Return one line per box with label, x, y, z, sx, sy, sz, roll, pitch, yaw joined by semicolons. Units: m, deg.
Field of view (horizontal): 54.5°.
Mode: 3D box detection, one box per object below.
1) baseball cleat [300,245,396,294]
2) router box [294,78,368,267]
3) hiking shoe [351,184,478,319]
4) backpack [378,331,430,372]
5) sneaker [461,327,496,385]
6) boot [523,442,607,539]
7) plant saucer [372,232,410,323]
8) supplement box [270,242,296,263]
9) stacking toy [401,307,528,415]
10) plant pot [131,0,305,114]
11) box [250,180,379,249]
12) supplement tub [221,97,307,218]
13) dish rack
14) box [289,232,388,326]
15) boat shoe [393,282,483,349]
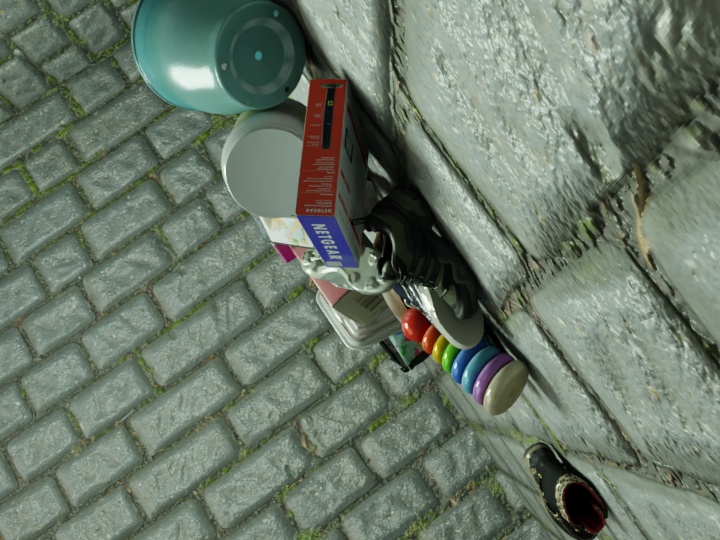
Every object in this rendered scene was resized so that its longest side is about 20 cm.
baseball cleat;0.000;0.000;1.061;0.200;0.070;0.106;18;176;46
router box;-0.031;-0.118;0.909;0.200;0.049;0.180;66;-152;-70
hiking shoe;0.073;-0.008;0.914;0.200;0.101;0.076;55;175;-8
backpack;0.071;0.086;1.445;0.200;0.151;0.178;47;179;-16
sneaker;0.160;0.110;1.060;0.200;0.079;0.096;53;174;33
boot;0.356;0.392;1.160;0.200;0.073;0.151;61;176;-8
plant saucer;0.068;0.019;1.153;0.200;0.037;0.201;52;-156;-34
supplement box;-0.098;-0.123;1.337;0.103;0.200;0.101;52;176;35
stacking toy;0.137;0.118;1.000;0.200;0.085;0.085;34;165;34
plant pot;-0.179;-0.300;0.948;0.188;0.200;0.200;31;160;46
box;-0.072;-0.091;1.109;0.200;0.117;0.060;10;131;50
supplement tub;-0.122;-0.164;1.007;0.145;0.145;0.200;56;-170;-21
dish rack;0.030;0.045;1.324;0.172;0.200;0.044;53;162;34
box;-0.030;-0.017;1.253;0.200;0.109;0.128;52;-170;35
boat shoe;0.101;0.035;1.003;0.200;0.075;0.093;63;156;20
